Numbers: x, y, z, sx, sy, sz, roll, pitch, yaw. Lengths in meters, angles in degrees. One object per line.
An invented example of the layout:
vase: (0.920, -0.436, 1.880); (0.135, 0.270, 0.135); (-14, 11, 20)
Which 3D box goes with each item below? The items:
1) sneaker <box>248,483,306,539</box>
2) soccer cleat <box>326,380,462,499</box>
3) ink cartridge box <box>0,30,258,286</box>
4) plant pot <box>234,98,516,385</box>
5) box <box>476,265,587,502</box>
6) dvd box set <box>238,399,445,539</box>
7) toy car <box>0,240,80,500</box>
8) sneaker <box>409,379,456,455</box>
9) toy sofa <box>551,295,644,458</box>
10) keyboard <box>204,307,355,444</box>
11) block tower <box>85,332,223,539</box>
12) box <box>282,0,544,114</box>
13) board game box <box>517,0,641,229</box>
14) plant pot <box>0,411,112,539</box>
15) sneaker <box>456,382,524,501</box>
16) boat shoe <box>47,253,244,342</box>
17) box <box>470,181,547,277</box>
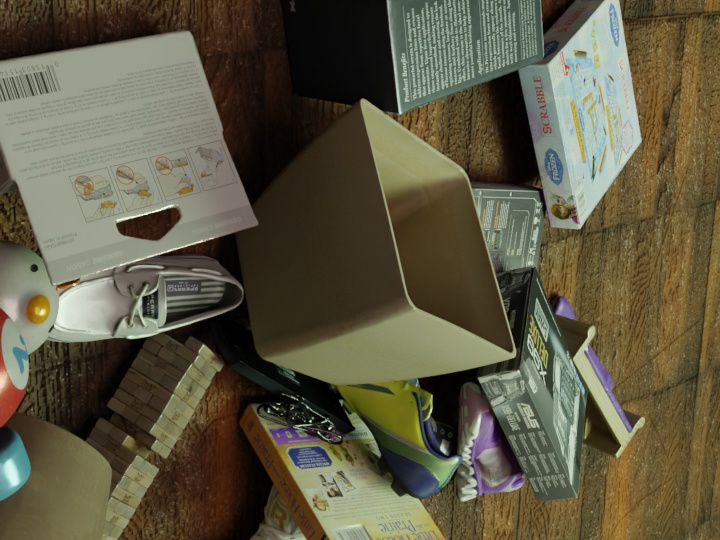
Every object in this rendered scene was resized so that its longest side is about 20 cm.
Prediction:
sneaker: (-0.096, 0.264, 1.246); (0.199, 0.073, 0.116); (-34, 146, -42)
soccer cleat: (0.030, 0.129, 1.272); (0.084, 0.201, 0.065); (-40, 158, 17)
ink cartridge box: (-0.198, -0.091, 1.031); (0.199, 0.045, 0.178); (-18, 88, -38)
plant pot: (0.000, 0.000, 1.163); (0.199, 0.176, 0.202); (27, 44, -54)
box: (0.188, 0.123, 1.384); (0.159, 0.049, 0.201); (-73, 144, -48)
dvd box set: (-0.015, 0.209, 1.246); (0.145, 0.201, 0.030); (2, 131, -44)
toy car: (-0.280, 0.037, 0.968); (0.200, 0.175, 0.186); (-38, 124, -43)
sneaker: (0.049, 0.140, 1.367); (0.108, 0.070, 0.202); (-11, 115, -38)
toy sofa: (0.278, 0.128, 1.571); (0.098, 0.082, 0.201); (-51, 131, -19)
keyboard: (-0.080, 0.113, 1.221); (0.040, 0.104, 0.200); (-42, 137, 11)
block tower: (-0.201, 0.148, 1.134); (0.201, 0.057, 0.054); (-58, 156, -11)
box: (0.052, -0.230, 1.200); (0.199, 0.148, 0.108); (-24, 118, -36)
board game box: (0.250, -0.185, 1.443); (0.200, 0.041, 0.202); (-47, 132, -43)
plant pot: (-0.279, 0.213, 1.013); (0.200, 0.199, 0.176); (49, 53, -40)
sneaker: (0.149, 0.189, 1.414); (0.201, 0.087, 0.081); (83, 11, -55)
boat shoe: (-0.189, 0.020, 1.106); (0.199, 0.066, 0.074); (-16, 113, -39)
box: (0.127, 0.005, 1.413); (0.157, 0.048, 0.202); (-2, 103, -42)
